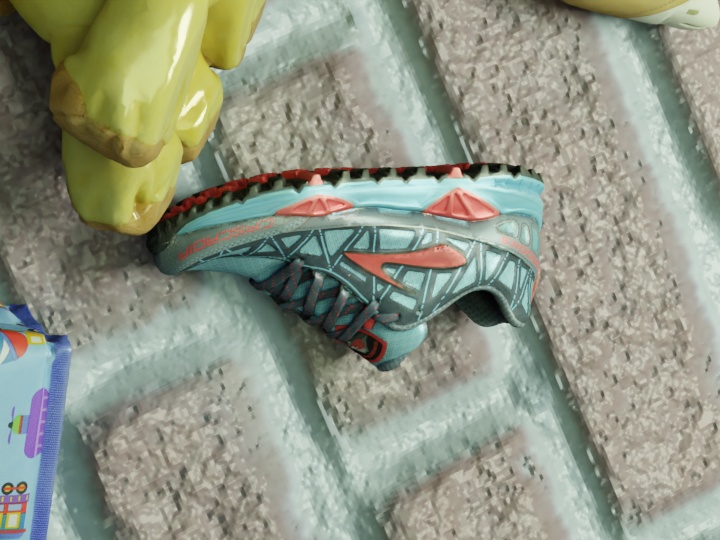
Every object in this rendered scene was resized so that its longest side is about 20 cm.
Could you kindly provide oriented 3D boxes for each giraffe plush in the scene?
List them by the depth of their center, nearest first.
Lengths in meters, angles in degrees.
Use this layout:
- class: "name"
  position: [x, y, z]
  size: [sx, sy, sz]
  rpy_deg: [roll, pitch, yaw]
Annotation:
- class: "giraffe plush"
  position: [-0.132, -0.137, 0.899]
  size: [0.161, 0.201, 0.173]
  rpy_deg: [21, 46, 4]

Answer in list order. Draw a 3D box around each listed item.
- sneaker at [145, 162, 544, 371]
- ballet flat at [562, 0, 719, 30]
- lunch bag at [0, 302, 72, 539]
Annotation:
- class: "sneaker"
  position: [0.000, 0.000, 0.976]
  size: [0.198, 0.079, 0.096]
  rpy_deg: [-4, 90, -22]
- class: "ballet flat"
  position: [0.184, -0.155, 1.067]
  size: [0.199, 0.069, 0.063]
  rpy_deg: [-23, 109, -20]
- class: "lunch bag"
  position: [-0.214, 0.115, 0.891]
  size: [0.149, 0.094, 0.202]
  rpy_deg: [4, 98, -23]
